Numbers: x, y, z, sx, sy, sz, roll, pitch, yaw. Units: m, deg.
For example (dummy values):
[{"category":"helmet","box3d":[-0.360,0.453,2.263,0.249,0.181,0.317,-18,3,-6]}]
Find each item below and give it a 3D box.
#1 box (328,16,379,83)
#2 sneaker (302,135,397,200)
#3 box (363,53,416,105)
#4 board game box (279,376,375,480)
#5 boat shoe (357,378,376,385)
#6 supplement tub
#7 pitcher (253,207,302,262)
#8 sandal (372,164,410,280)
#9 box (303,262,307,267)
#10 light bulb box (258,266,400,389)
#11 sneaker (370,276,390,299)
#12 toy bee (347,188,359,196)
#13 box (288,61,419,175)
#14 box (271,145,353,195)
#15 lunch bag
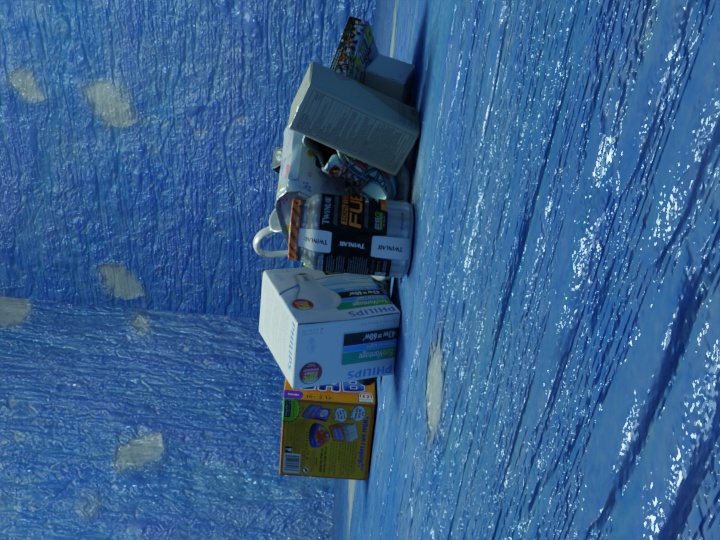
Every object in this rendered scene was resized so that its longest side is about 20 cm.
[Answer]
[{"category":"box","box3d":[-0.011,-0.335,1.545,0.200,0.037,0.139,50,-120,-75]},{"category":"sneaker","box3d":[-0.025,-0.170,1.475,0.095,0.200,0.080,-31,-16,-47]},{"category":"box","box3d":[0.044,-0.279,1.593,0.069,0.081,0.203,-56,-18,-44]},{"category":"board game box","box3d":[-0.072,0.313,1.940,0.201,0.194,0.205,-90,5,-64]},{"category":"boat shoe","box3d":[0.007,0.149,1.840,0.204,0.072,0.064,-95,17,-47]},{"category":"supplement tub","box3d":[-0.017,-0.057,1.416,0.123,0.195,0.126,-176,90,-86]},{"category":"pitcher","box3d":[-0.109,-0.068,1.791,0.171,0.199,0.122,-42,47,15]},{"category":"sandal","box3d":[0.051,-0.086,1.526,0.049,0.081,0.208,-7,-66,-49]},{"category":"box","box3d":[-0.040,0.011,1.952,0.048,0.200,0.123,-40,19,18]},{"category":"light bulb box","box3d":[-0.058,0.091,1.542,0.200,0.194,0.128,-133,43,-55]},{"category":"sneaker","box3d":[0.027,0.092,1.683,0.203,0.075,0.090,91,164,-47]},{"category":"toy bee","box3d":[0.033,-0.114,1.599,0.131,0.108,0.200,-48,-27,-5]},{"category":"box","box3d":[-0.010,-0.244,1.418,0.096,0.196,0.079,-56,20,34]},{"category":"box","box3d":[-0.052,-0.199,1.726,0.198,0.158,0.045,29,-125,-44]},{"category":"lunch bag","box3d":[-0.087,-0.154,1.567,0.201,0.124,0.173,73,-163,-56]}]
